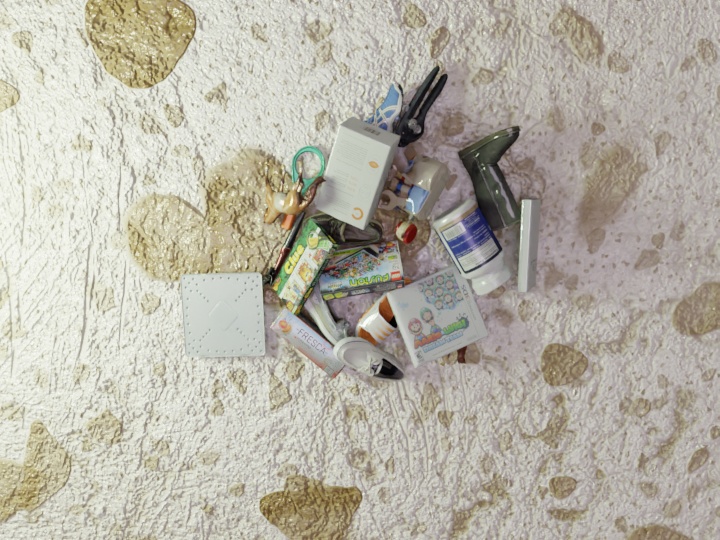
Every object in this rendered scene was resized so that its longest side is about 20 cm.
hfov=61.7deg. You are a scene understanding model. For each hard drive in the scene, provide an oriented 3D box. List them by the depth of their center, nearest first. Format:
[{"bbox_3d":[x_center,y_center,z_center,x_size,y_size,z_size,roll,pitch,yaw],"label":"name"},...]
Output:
[{"bbox_3d":[0.388,-0.061,1.384,0.026,0.131,0.205,5,99,24],"label":"hard drive"}]

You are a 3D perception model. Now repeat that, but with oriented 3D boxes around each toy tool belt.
[{"bbox_3d":[0.110,-0.176,1.388,0.122,0.124,0.203,31,95,27],"label":"toy tool belt"}]

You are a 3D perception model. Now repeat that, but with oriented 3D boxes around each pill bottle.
[{"bbox_3d":[0.260,-0.053,1.391,0.114,0.116,0.202,-31,97,4],"label":"pill bottle"}]

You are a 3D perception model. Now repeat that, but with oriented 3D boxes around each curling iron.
[{"bbox_3d":[-0.177,-0.048,1.429,0.025,0.050,0.202,29,95,-3],"label":"curling iron"}]

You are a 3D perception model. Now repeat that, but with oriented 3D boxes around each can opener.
[{"bbox_3d":[0.135,-0.375,1.368,0.063,0.078,0.203,29,87,-30],"label":"can opener"}]

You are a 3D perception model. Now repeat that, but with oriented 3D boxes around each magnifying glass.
[{"bbox_3d":[-0.142,-0.194,1.420,0.078,0.022,0.204,21,98,-3],"label":"magnifying glass"}]

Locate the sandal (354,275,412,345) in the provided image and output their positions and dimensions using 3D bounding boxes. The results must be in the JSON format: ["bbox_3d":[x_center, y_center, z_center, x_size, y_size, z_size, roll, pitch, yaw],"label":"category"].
[{"bbox_3d":[0.061,0.106,1.430,0.078,0.059,0.209,30,98,-32],"label":"sandal"}]

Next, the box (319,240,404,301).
[{"bbox_3d":[0.000,0.000,1.411,0.195,0.035,0.112,-10,61,1],"label":"box"}]

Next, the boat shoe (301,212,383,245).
[{"bbox_3d":[-0.043,-0.097,1.411,0.195,0.065,0.075,0,100,1],"label":"boat shoe"}]

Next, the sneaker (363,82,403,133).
[{"bbox_3d":[0.041,-0.332,1.372,0.076,0.076,0.203,21,97,-7],"label":"sneaker"}]

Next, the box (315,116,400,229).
[{"bbox_3d":[-0.006,-0.216,1.338,0.122,0.098,0.203,24,119,6],"label":"box"}]

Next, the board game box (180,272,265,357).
[{"bbox_3d":[-0.330,0.106,1.460,0.195,0.026,0.205,-1,98,0],"label":"board game box"}]

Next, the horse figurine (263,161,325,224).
[{"bbox_3d":[-0.163,-0.171,1.350,0.197,0.049,0.136,5,92,44],"label":"horse figurine"}]

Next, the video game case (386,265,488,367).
[{"bbox_3d":[0.181,0.104,1.414,0.197,0.024,0.185,-21,84,-13],"label":"video game case"}]

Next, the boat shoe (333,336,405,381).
[{"bbox_3d":[0.026,0.217,1.411,0.198,0.066,0.073,31,95,-34],"label":"boat shoe"}]

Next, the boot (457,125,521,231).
[{"bbox_3d":[0.318,-0.203,1.359,0.072,0.181,0.204,-19,88,-37],"label":"boot"}]

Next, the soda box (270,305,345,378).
[{"bbox_3d":[-0.119,0.167,1.446,0.199,0.068,0.064,40,95,-6],"label":"soda box"}]

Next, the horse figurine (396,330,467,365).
[{"bbox_3d":[0.181,0.143,1.448,0.198,0.050,0.134,31,88,2],"label":"horse figurine"}]

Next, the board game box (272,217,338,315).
[{"bbox_3d":[-0.131,-0.009,1.394,0.105,0.023,0.202,47,115,36],"label":"board game box"}]

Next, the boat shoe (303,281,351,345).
[{"bbox_3d":[-0.071,0.109,1.437,0.064,0.074,0.203,-37,89,8],"label":"boat shoe"}]
